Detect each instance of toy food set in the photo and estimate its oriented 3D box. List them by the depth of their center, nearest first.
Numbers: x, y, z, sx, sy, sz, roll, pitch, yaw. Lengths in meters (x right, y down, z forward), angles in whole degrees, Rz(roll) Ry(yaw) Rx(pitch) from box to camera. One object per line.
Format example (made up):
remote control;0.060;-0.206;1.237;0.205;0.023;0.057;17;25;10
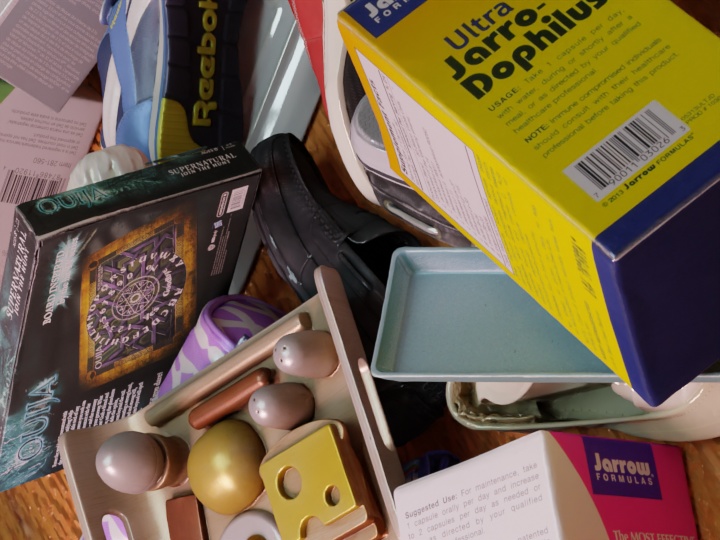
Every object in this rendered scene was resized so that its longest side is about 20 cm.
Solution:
toy food set;-0.062;0.106;1.315;0.200;0.060;0.144;-33;67;36

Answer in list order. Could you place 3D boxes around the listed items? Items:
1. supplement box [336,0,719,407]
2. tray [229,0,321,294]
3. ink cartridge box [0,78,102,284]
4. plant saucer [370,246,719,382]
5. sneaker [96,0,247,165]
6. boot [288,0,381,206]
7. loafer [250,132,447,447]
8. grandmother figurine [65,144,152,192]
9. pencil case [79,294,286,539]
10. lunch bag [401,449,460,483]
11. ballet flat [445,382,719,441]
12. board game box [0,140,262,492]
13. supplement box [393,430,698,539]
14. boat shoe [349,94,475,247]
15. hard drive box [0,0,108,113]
supplement box;0.098;-0.058;1.167;0.109;0.109;0.200;-37;52;-12
tray;-0.068;-0.097;1.483;0.107;0.022;0.201;38;111;44
ink cartridge box;-0.258;-0.036;1.587;0.084;0.146;0.201;37;110;43
plant saucer;0.106;0.021;1.188;0.199;0.019;0.070;-1;56;20
sneaker;-0.106;-0.143;1.463;0.082;0.074;0.201;6;87;49
boot;-0.012;-0.136;1.390;0.144;0.072;0.201;-163;58;-68
loafer;0.000;0.000;1.370;0.070;0.068;0.201;-37;52;13
grandmother figurine;-0.152;-0.004;1.463;0.061;0.121;0.200;43;147;8
pencil case;-0.085;0.108;1.432;0.085;0.084;0.201;31;113;2
lunch bag;0.008;0.194;1.326;0.150;0.094;0.201;-38;45;36
ballet flat;0.118;0.046;1.229;0.199;0.069;0.070;-13;74;45
board game box;-0.132;0.027;1.401;0.028;0.135;0.201;51;142;30
supplement box;0.096;0.184;1.206;0.103;0.101;0.201;-27;65;41
boat shoe;0.088;-0.034;1.273;0.199;0.071;0.072;25;63;28
hard drive box;-0.172;-0.216;1.531;0.200;0.077;0.156;-53;45;4
